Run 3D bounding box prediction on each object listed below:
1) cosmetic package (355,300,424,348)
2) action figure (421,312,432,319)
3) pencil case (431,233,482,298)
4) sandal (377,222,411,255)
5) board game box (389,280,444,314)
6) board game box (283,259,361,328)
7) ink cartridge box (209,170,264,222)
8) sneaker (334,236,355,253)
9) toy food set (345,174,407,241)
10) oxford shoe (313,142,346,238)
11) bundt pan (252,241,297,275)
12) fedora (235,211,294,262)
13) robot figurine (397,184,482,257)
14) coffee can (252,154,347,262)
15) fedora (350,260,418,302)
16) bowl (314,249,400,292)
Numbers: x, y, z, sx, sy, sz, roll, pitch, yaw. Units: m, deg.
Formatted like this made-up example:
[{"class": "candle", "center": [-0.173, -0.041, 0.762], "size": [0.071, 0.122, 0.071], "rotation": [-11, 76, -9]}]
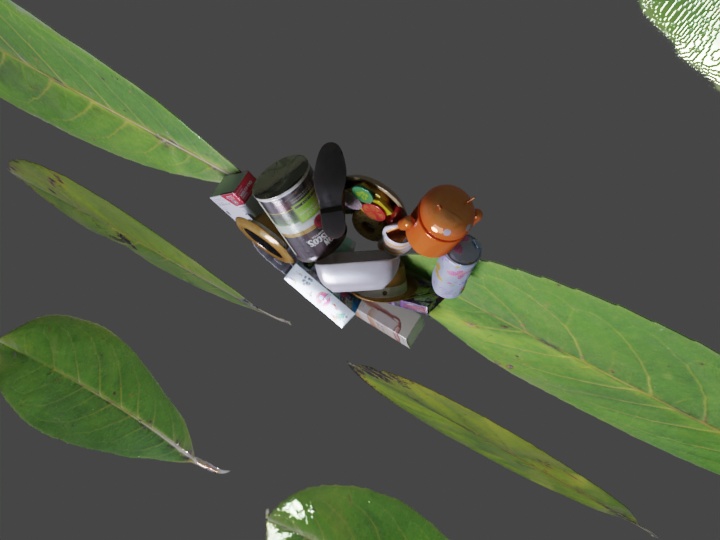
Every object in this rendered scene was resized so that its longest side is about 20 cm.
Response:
[{"class": "cosmetic package", "center": [0.078, 0.129, 1.623], "size": [0.198, 0.088, 0.104], "rotation": [29, 165, 23]}, {"class": "action figure", "center": [0.118, 0.072, 1.631], "size": [0.198, 0.055, 0.118], "rotation": [24, 160, 34]}, {"class": "pencil case", "center": [0.219, -0.007, 1.286], "size": [0.089, 0.084, 0.201], "rotation": [-7, 156, -4]}, {"class": "sandal", "center": [0.088, -0.063, 1.293], "size": [0.078, 0.060, 0.207], "rotation": [-13, 168, -9]}, {"class": "board game box", "center": [0.122, 0.059, 1.514], "size": [0.198, 0.120, 0.033], "rotation": [14, 125, 33]}, {"class": "board game box", "center": [-0.092, 0.042, 1.491], "size": [0.199, 0.064, 0.148], "rotation": [40, -158, -4]}, {"class": "ink cartridge box", "center": [-0.301, -0.176, 1.582], "size": [0.143, 0.085, 0.200], "rotation": [1, 145, 49]}, {"class": "sneaker", "center": [-0.112, -0.076, 1.570], "size": [0.118, 0.075, 0.199], "rotation": [34, 150, -26]}, {"class": "toy food set", "center": [0.017, -0.146, 1.290], "size": [0.197, 0.049, 0.199], "rotation": [40, 157, -23]}, {"class": "oxford shoe", "center": [-0.064, -0.177, 1.219], "size": [0.070, 0.203, 0.071], "rotation": [0, -161, 0]}, {"class": "bundt pan", "center": [-0.236, -0.057, 1.746], "size": [0.201, 0.076, 0.202], "rotation": [35, 165, 11]}, {"class": "fedora", "center": [-0.233, -0.100, 1.467], "size": [0.199, 0.082, 0.201], "rotation": [32, 168, 8]}, {"class": "robot figurine", "center": [0.157, -0.097, 1.125], "size": [0.142, 0.118, 0.200], "rotation": [30, 158, -1]}, {"class": "coffee can", "center": [-0.137, -0.140, 1.295], "size": [0.145, 0.147, 0.201], "rotation": [10, 145, 40]}, {"class": "fedora", "center": [0.056, 0.012, 1.481], "size": [0.198, 0.200, 0.083], "rotation": [16, 119, 30]}, {"class": "bowl", "center": [0.000, 0.000, 1.343], "size": [0.196, 0.076, 0.200], "rotation": [-5, -171, 8]}]
